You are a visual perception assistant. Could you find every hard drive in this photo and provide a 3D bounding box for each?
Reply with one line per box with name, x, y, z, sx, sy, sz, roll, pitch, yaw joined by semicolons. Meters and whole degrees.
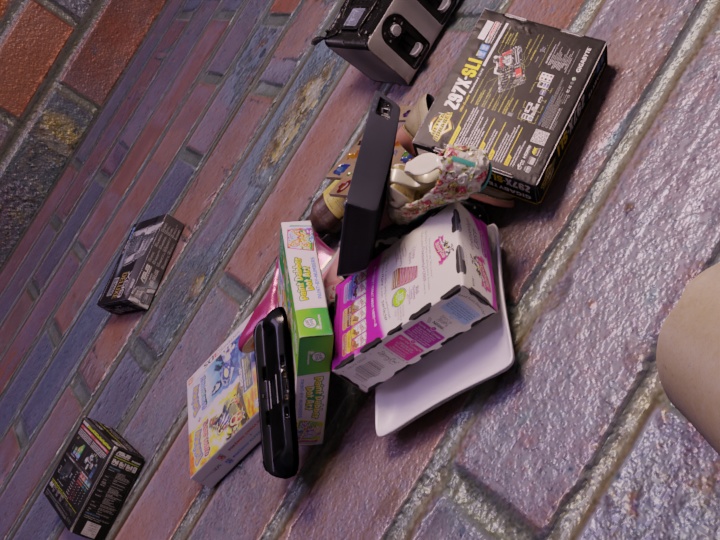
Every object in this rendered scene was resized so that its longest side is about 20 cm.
hard drive;0.011;-0.102;1.052;0.136;0.042;0.201;99;-177;-48

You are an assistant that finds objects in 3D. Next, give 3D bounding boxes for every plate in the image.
plate;0.094;0.071;1.005;0.199;0.032;0.201;-35;38;33

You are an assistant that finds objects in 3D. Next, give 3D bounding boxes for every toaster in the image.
toaster;0.046;-0.402;1.415;0.182;0.118;0.200;-58;31;-3

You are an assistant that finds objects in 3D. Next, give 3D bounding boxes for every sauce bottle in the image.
sauce bottle;-0.027;-0.099;1.298;0.199;0.065;0.065;-38;36;27

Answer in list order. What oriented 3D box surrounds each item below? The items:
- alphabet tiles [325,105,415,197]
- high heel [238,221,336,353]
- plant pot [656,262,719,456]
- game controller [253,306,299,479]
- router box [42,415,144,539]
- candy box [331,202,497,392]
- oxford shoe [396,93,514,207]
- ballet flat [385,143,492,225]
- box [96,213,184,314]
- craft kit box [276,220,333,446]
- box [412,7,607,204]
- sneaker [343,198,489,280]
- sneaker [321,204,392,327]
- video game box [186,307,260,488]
alphabet tiles;0.048;-0.163;1.206;0.166;0.008;0.200;10;50;43
high heel;-0.125;0.021;1.263;0.096;0.067;0.200;35;80;22
plant pot;0.300;0.076;0.583;0.201;0.200;0.184;-53;20;6
game controller;-0.098;0.148;1.076;0.104;0.042;0.202;145;121;-60
router box;-0.453;0.347;1.503;0.199;0.062;0.151;13;74;58
candy box;0.056;0.031;1.005;0.199;0.061;0.137;-36;35;32
oxford shoe;0.119;-0.146;1.076;0.200;0.070;0.074;43;119;34
ballet flat;0.069;-0.102;0.990;0.200;0.063;0.076;-22;52;60
box;-0.454;-0.011;1.838;0.157;0.050;0.202;-9;55;51
craft kit box;-0.073;0.078;1.106;0.199;0.048;0.201;-108;18;-45
box;0.175;-0.194;1.029;0.159;0.049;0.201;21;75;25
sneaker;0.064;-0.045;1.106;0.199;0.067;0.091;-27;29;15
sneaker;0.000;0.000;1.160;0.201;0.075;0.105;-55;26;19
video game box;-0.181;0.180;1.287;0.182;0.047;0.201;-47;32;21
